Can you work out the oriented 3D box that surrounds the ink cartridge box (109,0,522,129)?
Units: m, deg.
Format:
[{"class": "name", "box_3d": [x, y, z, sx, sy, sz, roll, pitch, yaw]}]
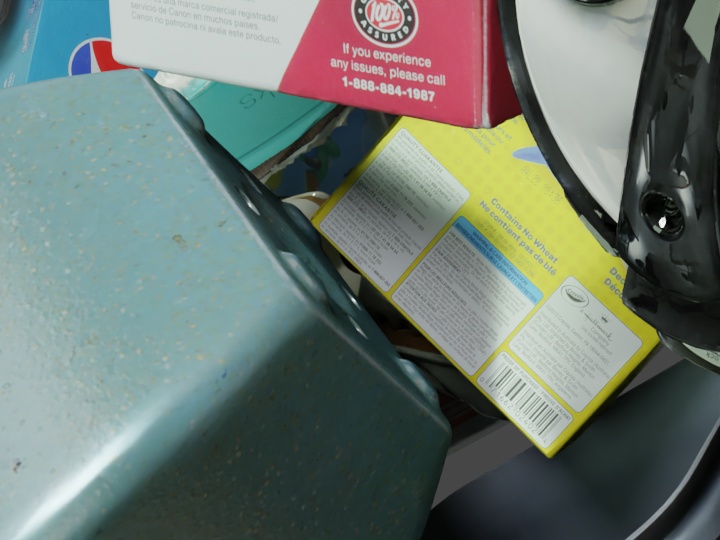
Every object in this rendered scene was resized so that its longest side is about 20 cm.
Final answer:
[{"class": "ink cartridge box", "box_3d": [-0.002, -0.157, 0.659, 0.145, 0.083, 0.201, 14, 115, 34]}]

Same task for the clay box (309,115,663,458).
[{"class": "clay box", "box_3d": [0.090, -0.051, 0.724, 0.115, 0.048, 0.200, 44, 105, 10]}]

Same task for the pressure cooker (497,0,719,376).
[{"class": "pressure cooker", "box_3d": [0.131, -0.073, 0.560, 0.178, 0.200, 0.177, -28, 81, 38]}]

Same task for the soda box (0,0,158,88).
[{"class": "soda box", "box_3d": [-0.121, -0.035, 0.908, 0.064, 0.068, 0.201, -33, 44, 55]}]

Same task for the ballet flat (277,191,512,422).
[{"class": "ballet flat", "box_3d": [0.000, 0.000, 0.831, 0.199, 0.068, 0.064, 17, 148, 30]}]

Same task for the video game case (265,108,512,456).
[{"class": "video game case", "box_3d": [-0.020, -0.008, 0.916, 0.143, 0.017, 0.201, -33, 74, 44]}]

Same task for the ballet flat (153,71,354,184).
[{"class": "ballet flat", "box_3d": [-0.083, -0.032, 0.844, 0.072, 0.199, 0.072, 53, 166, 19]}]

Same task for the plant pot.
[{"class": "plant pot", "box_3d": [-0.090, 0.057, 0.711, 0.200, 0.196, 0.197, -40, 53, 4]}]

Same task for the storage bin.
[{"class": "storage bin", "box_3d": [0.098, 0.127, 0.752, 0.134, 0.146, 0.200, 49, 133, -8]}]
